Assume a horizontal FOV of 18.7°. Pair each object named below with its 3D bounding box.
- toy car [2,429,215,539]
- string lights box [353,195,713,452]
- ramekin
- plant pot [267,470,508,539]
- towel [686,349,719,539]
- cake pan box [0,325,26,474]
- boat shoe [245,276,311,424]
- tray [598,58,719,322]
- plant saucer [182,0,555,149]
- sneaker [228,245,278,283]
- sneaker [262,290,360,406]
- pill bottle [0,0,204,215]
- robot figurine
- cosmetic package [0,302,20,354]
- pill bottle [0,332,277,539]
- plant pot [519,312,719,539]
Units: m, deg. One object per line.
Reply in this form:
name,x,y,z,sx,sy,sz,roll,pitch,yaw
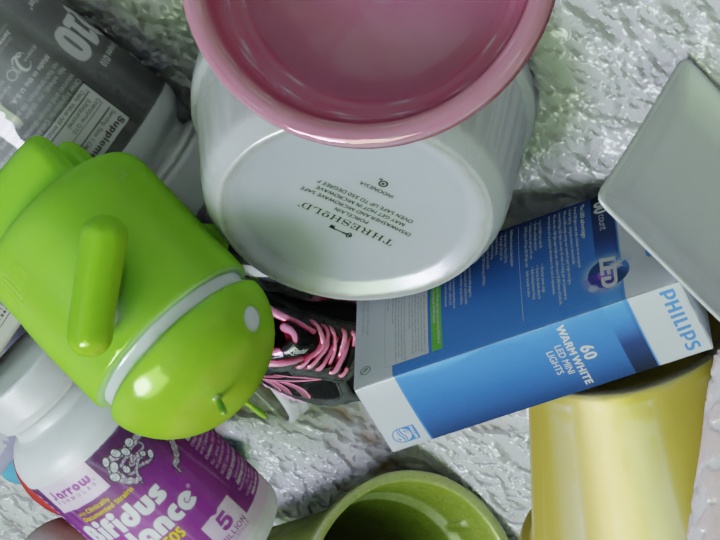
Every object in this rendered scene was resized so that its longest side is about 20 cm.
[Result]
toy car,-0.208,0.198,1.598,0.184,0.200,0.177,11,162,14
string lights box,0.098,0.024,1.274,0.200,0.103,0.059,-19,126,17
ramekin,-0.001,-0.067,1.245,0.202,0.094,0.203,2,141,2
plant pot,-0.013,0.252,1.601,0.200,0.201,0.184,45,150,-21
towel,0.268,0.158,1.257,0.191,0.200,0.032,13,171,-26
cake pan box,-0.269,0.021,1.497,0.184,0.052,0.200,38,97,-14
boat shoe,-0.110,0.035,1.464,0.202,0.086,0.075,41,164,-21
tray,0.216,-0.013,1.215,0.200,0.107,0.022,43,153,-18
plant saucer,0.007,-0.161,1.133,0.200,0.201,0.051,17,179,13
sneaker,0.000,0.000,1.382,0.200,0.072,0.083,4,138,27
sneaker,-0.044,0.047,1.400,0.200,0.079,0.095,14,-178,-27
pill bottle,-0.186,-0.096,1.349,0.200,0.114,0.114,38,141,-13
robot figurine,-0.132,0.014,1.250,0.200,0.175,0.116,46,100,13
cosmetic package,-0.272,0.013,1.433,0.105,0.071,0.200,35,97,-12
pill bottle,-0.159,0.126,1.457,0.200,0.112,0.112,44,139,-19
plant pot,0.183,0.123,1.329,0.200,0.201,0.189,-1,119,32
